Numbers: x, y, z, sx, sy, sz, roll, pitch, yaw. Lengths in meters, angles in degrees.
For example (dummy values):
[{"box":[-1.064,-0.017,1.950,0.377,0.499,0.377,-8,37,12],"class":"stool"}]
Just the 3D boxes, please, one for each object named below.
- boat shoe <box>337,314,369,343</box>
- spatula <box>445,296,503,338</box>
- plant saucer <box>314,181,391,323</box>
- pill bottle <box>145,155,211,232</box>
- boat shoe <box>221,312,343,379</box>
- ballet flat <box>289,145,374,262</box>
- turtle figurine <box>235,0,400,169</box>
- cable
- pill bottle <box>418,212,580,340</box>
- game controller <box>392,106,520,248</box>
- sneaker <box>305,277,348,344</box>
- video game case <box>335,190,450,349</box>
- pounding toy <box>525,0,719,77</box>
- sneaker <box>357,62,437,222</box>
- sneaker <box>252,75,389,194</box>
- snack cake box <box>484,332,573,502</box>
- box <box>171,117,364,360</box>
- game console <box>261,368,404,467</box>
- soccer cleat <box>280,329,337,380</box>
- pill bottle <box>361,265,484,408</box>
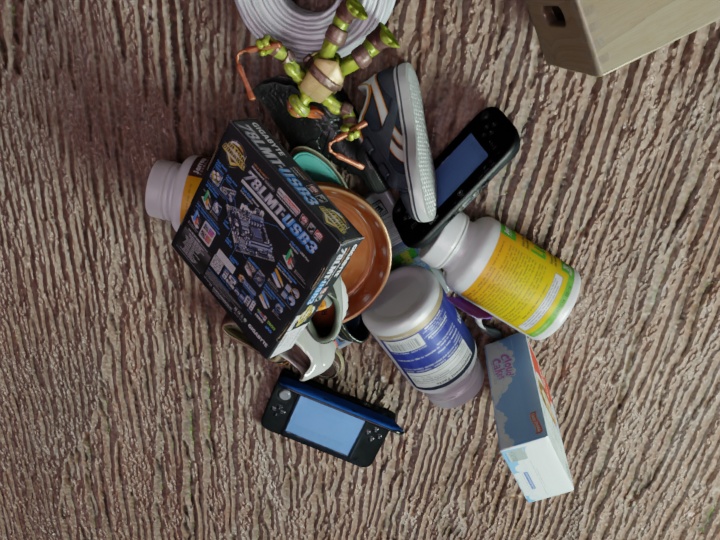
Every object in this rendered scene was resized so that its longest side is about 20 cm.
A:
[{"box":[-0.031,0.013,1.009,0.068,0.056,0.202,-34,122,-26],"class":"boat shoe"},{"box":[0.164,0.068,1.000,0.056,0.200,0.021,34,87,29],"class":"spatula"},{"box":[-0.059,-0.019,0.937,0.198,0.032,0.202,-3,118,-5],"class":"plant saucer"},{"box":[-0.180,-0.090,0.985,0.198,0.110,0.110,12,117,1],"class":"pill bottle"},{"box":[-0.118,0.116,1.099,0.199,0.072,0.072,33,116,-10],"class":"boat shoe"},{"box":[-0.035,-0.083,0.963,0.067,0.062,0.200,-39,116,2],"class":"ballet flat"},{"box":[-0.031,-0.226,0.857,0.200,0.065,0.161,41,114,-17],"class":"turtle figurine"},{"box":[-0.055,-0.348,0.865,0.198,0.069,0.202,1,116,7],"class":"cable"},{"box":[0.182,-0.002,0.981,0.199,0.111,0.111,30,116,-8],"class":"pill bottle"},{"box":[0.118,-0.116,0.932,0.042,0.105,0.200,34,111,-25],"class":"game controller"},{"box":[-0.053,-0.003,0.885,0.073,0.080,0.202,-12,116,2],"class":"sneaker"},{"box":[0.000,0.000,1.057,0.199,0.022,0.183,-29,109,18],"class":"video game case"},{"box":[0.256,-0.313,0.795,0.183,0.200,0.143,-25,111,3],"class":"pounding toy"},{"box":[0.044,-0.152,0.917,0.079,0.078,0.202,-12,77,21],"class":"sneaker"},{"box":[-0.048,-0.174,0.959,0.103,0.060,0.201,-23,112,23],"class":"sneaker"},{"box":[0.229,0.198,1.016,0.067,0.201,0.116,-21,122,17],"class":"snack cake box"},{"box":[-0.115,-0.034,0.845,0.200,0.050,0.199,47,125,17],"class":"box"},{"box":[-0.050,0.241,1.127,0.198,0.119,0.172,23,117,-4],"class":"game console"},{"box":[-0.114,0.065,1.043,0.200,0.077,0.069,50,137,5],"class":"soccer cleat"},{"box":[0.093,0.098,1.023,0.115,0.116,0.201,-22,128,17],"class":"pill bottle"}]
